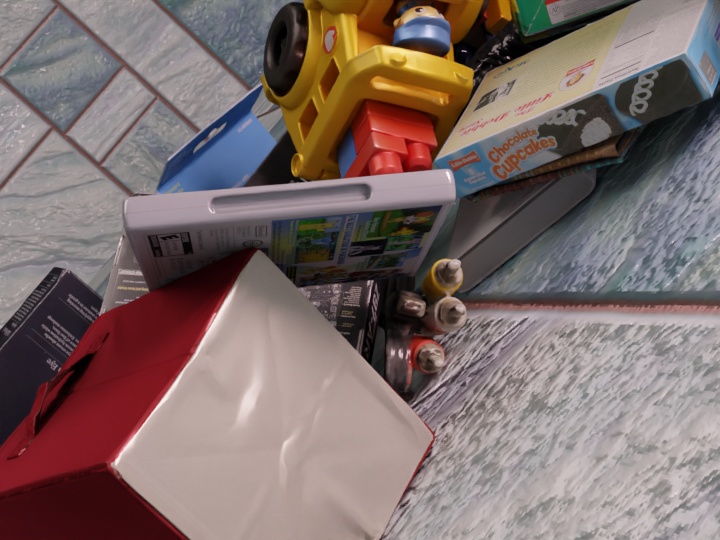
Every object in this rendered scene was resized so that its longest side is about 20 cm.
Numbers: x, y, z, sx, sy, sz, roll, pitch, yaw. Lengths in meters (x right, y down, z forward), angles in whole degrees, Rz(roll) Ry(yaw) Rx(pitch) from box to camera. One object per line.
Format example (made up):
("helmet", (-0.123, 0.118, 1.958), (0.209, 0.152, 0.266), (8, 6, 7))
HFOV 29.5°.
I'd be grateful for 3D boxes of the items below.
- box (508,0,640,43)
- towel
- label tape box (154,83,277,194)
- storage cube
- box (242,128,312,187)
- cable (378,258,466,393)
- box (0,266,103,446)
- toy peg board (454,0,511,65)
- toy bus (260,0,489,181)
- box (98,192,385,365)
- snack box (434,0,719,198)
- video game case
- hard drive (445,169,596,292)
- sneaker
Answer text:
("box", (0.172, -0.214, 1.052), (0.116, 0.049, 0.200), (-17, 7, 9))
("towel", (0.167, -0.126, 0.969), (0.146, 0.022, 0.200), (-14, 32, 48))
("label tape box", (-0.126, -0.048, 1.202), (0.143, 0.066, 0.201), (-48, -11, -42))
("storage cube", (-0.093, 0.122, 0.827), (0.179, 0.200, 0.171), (-21, 28, 47))
("box", (-0.064, -0.014, 1.163), (0.164, 0.086, 0.200), (-54, -8, -20))
("cable", (0.039, 0.041, 0.986), (0.200, 0.050, 0.098), (149, 134, -86))
("box", (-0.273, 0.129, 1.317), (0.182, 0.200, 0.104), (-50, 16, -12))
("toy peg board", (0.073, -0.222, 1.316), (0.200, 0.198, 0.098), (-36, 48, 40))
("toy bus", (0.021, -0.143, 0.994), (0.200, 0.135, 0.193), (-58, 31, 39))
("box", (-0.087, 0.027, 0.996), (0.044, 0.198, 0.161), (73, -157, -61))
("snack box", (0.150, -0.124, 0.908), (0.199, 0.037, 0.116), (-20, 27, 40))
("video game case", (-0.045, -0.018, 0.831), (0.200, 0.181, 0.022), (109, 155, -77))
("hard drive", (0.126, -0.078, 1.032), (0.132, 0.026, 0.200), (-41, 16, 29))
("sneaker", (0.128, -0.177, 1.225), (0.200, 0.060, 0.104), (-38, 15, 53))
